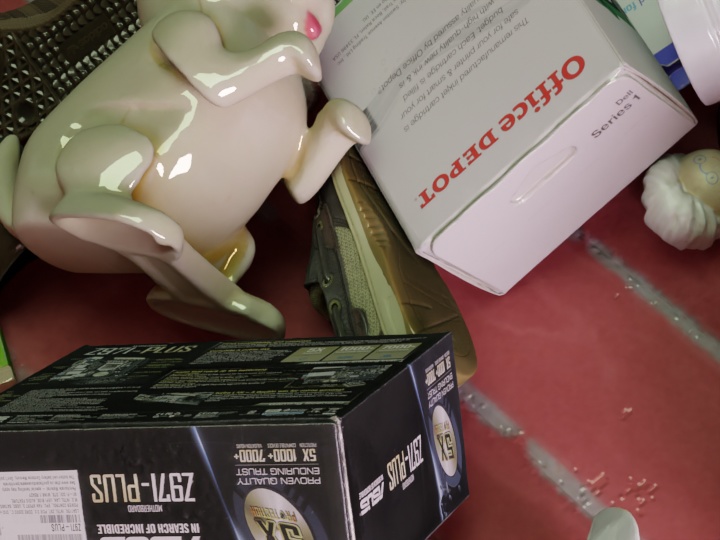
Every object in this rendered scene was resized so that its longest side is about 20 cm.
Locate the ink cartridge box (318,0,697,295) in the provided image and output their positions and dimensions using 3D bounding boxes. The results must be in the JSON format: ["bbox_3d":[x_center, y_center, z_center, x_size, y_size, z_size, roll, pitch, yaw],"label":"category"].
[{"bbox_3d":[0.062,-0.109,1.458,0.146,0.084,0.200,-41,52,17],"label":"ink cartridge box"}]

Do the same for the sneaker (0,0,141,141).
[{"bbox_3d":[-0.159,-0.125,1.554,0.199,0.071,0.076,-22,7,25],"label":"sneaker"}]

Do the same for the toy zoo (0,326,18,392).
[{"bbox_3d":[-0.267,0.010,1.511,0.131,0.021,0.201,-19,53,-3],"label":"toy zoo"}]

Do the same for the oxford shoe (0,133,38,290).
[{"bbox_3d":[-0.138,-0.051,1.511,0.200,0.073,0.085,-35,81,-20],"label":"oxford shoe"}]

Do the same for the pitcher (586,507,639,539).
[{"bbox_3d":[0.051,0.210,1.244,0.199,0.121,0.172,-15,59,-15],"label":"pitcher"}]

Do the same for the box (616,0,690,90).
[{"bbox_3d":[0.142,-0.161,1.514,0.119,0.041,0.201,-32,52,18],"label":"box"}]

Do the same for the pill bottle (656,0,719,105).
[{"bbox_3d":[0.247,-0.156,1.375,0.199,0.112,0.112,-22,51,13],"label":"pill bottle"}]

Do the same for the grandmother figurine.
[{"bbox_3d":[0.231,-0.070,1.443,0.199,0.061,0.121,-27,45,-12],"label":"grandmother figurine"}]

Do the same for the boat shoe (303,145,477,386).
[{"bbox_3d":[0.001,0.001,1.430,0.066,0.072,0.201,-41,39,17],"label":"boat shoe"}]

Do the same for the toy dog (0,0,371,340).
[{"bbox_3d":[-0.083,-0.084,1.427,0.193,0.139,0.201,7,67,45],"label":"toy dog"}]

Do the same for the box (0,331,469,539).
[{"bbox_3d":[-0.070,0.091,1.302,0.199,0.087,0.164,-3,12,20],"label":"box"}]
